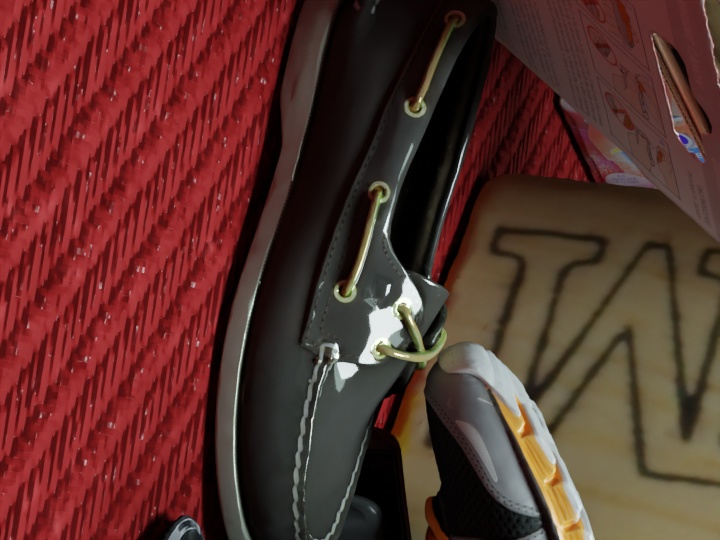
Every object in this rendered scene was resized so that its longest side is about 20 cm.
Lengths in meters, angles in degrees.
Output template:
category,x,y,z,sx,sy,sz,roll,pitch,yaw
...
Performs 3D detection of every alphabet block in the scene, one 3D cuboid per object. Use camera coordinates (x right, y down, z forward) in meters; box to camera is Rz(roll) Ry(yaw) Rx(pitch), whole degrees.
category,x,y,z,sx,sy,sz,roll,pitch,yaw
alphabet block,0.132,0.099,1.068,0.196,0.200,0.197,75,29,-47

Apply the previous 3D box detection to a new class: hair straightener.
category,x,y,z,sx,sy,sz,roll,pitch,yaw
hair straightener,-0.005,0.154,0.951,0.077,0.041,0.200,-70,163,-53

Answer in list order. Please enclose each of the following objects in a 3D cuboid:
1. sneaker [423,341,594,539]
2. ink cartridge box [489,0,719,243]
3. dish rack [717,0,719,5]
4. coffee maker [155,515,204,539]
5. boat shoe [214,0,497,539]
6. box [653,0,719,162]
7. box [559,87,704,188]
category,x,y,z,sx,sy,sz,roll,pitch,yaw
sneaker,0.048,0.121,0.911,0.078,0.077,0.200,-99,175,-71
ink cartridge box,0.066,-0.110,0.846,0.050,0.200,0.161,-40,147,-10
dish rack,0.179,-0.130,0.927,0.153,0.054,0.200,51,57,-24
coffee maker,0.036,0.166,0.825,0.192,0.200,0.135,42,58,-66
boat shoe,0.000,0.000,0.875,0.072,0.060,0.202,33,66,-68
box,0.179,-0.048,0.960,0.200,0.021,0.164,-3,64,-53
box,0.168,-0.139,1.228,0.095,0.102,0.200,55,46,-61
